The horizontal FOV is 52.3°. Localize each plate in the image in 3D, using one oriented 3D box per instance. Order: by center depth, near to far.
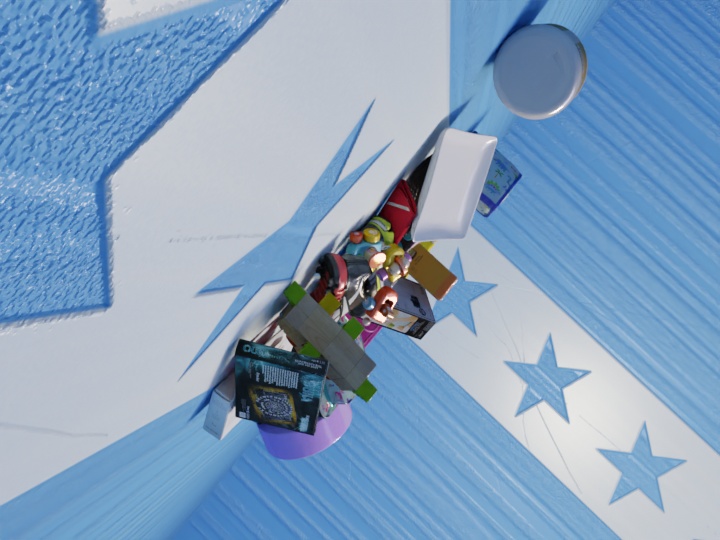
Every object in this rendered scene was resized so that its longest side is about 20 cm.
[{"bbox_3d":[0.163,-0.153,1.320,0.197,0.032,0.205,-6,117,-53],"label":"plate"}]

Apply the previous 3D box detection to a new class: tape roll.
[{"bbox_3d":[-0.118,0.305,1.538,0.195,0.067,0.201,-17,-159,7],"label":"tape roll"}]

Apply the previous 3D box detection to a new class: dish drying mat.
[{"bbox_3d":[0.047,-0.075,1.339,0.018,0.078,0.201,-8,152,-30],"label":"dish drying mat"}]

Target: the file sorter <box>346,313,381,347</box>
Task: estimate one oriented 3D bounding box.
[{"bbox_3d":[-0.048,0.131,1.621,0.201,0.139,0.125,-52,173,33],"label":"file sorter"}]

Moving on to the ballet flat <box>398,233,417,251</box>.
[{"bbox_3d":[0.084,-0.058,1.529,0.197,0.070,0.071,-32,155,-5],"label":"ballet flat"}]

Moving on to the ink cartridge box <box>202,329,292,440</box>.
[{"bbox_3d":[-0.176,0.161,1.229,0.200,0.043,0.177,-43,157,-55],"label":"ink cartridge box"}]

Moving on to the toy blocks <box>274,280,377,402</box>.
[{"bbox_3d":[-0.062,0.115,1.131,0.100,0.200,0.136,-47,-173,-20],"label":"toy blocks"}]

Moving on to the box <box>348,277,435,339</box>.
[{"bbox_3d":[0.058,0.061,1.561,0.060,0.196,0.118,-49,-143,30],"label":"box"}]

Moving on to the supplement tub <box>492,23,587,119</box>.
[{"bbox_3d":[0.308,-0.340,1.239,0.145,0.144,0.200,-51,175,27],"label":"supplement tub"}]

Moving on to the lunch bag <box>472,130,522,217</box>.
[{"bbox_3d":[0.281,-0.225,1.749,0.128,0.169,0.200,-51,176,26],"label":"lunch bag"}]

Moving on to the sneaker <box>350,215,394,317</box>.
[{"bbox_3d":[0.000,0.000,1.333,0.080,0.073,0.205,-25,135,-44],"label":"sneaker"}]

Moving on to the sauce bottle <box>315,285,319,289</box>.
[{"bbox_3d":[-0.057,0.051,1.368,0.065,0.064,0.200,-48,174,1],"label":"sauce bottle"}]

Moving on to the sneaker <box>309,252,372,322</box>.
[{"bbox_3d":[-0.035,0.043,1.199,0.095,0.072,0.202,-10,147,-26],"label":"sneaker"}]

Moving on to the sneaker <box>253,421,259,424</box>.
[{"bbox_3d":[-0.180,0.245,1.549,0.200,0.090,0.079,-47,176,-33],"label":"sneaker"}]

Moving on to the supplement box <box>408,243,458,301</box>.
[{"bbox_3d":[0.119,-0.024,1.596,0.067,0.199,0.069,-47,179,2],"label":"supplement box"}]

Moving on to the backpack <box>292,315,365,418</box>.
[{"bbox_3d":[-0.069,0.179,1.459,0.147,0.182,0.200,-11,-169,23],"label":"backpack"}]

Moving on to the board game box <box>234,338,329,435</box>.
[{"bbox_3d":[-0.121,0.179,1.089,0.202,0.131,0.029,104,0,-53],"label":"board game box"}]

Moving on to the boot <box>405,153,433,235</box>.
[{"bbox_3d":[0.120,-0.169,1.432,0.201,0.067,0.131,-53,-173,28],"label":"boot"}]

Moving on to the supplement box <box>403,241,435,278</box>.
[{"bbox_3d":[0.092,-0.048,1.715,0.200,0.108,0.110,-47,176,-33],"label":"supplement box"}]

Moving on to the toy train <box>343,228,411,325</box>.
[{"bbox_3d":[0.026,0.019,1.271,0.152,0.055,0.199,-53,136,0],"label":"toy train"}]
